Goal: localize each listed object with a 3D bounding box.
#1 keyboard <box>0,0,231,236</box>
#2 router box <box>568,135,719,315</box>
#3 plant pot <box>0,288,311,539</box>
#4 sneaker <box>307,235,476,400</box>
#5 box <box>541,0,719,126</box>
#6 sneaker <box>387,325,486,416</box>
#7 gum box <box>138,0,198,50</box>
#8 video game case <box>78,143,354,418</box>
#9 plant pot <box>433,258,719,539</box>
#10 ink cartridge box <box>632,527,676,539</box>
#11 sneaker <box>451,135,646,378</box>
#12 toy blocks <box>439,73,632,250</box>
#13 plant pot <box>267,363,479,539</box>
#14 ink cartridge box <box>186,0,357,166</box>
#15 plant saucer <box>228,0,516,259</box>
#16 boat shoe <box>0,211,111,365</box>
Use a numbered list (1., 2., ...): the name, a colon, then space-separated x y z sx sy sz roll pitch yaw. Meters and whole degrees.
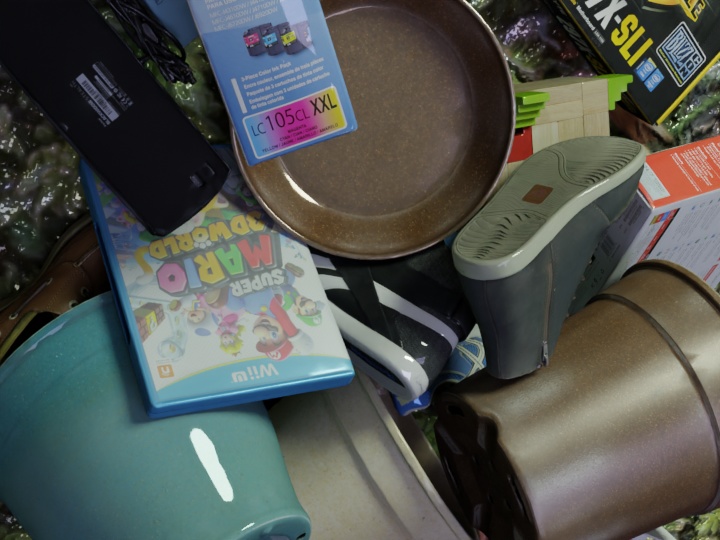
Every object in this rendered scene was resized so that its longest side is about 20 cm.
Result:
1. keyboard: -0.157 -0.125 0.834 0.104 0.040 0.200 -34 107 17
2. router box: 0.256 -0.025 1.078 0.178 0.049 0.201 -16 149 -29
3. plant pot: -0.137 0.143 0.878 0.199 0.188 0.201 -32 152 -20
4. sneaker: 0.000 0.000 0.945 0.112 0.200 0.073 -45 157 -19
5. box: 0.230 -0.238 1.019 0.160 0.049 0.200 -46 127 1
6. sneaker: 0.071 0.081 1.043 0.075 0.078 0.199 -24 162 33
7. gum box: -0.092 -0.272 0.822 0.200 0.045 0.170 -40 127 -6
8. video game case: -0.100 -0.001 0.872 0.142 0.201 0.018 -7 149 -26
9. plant pot: 0.174 0.121 0.953 0.197 0.200 0.202 -23 124 -18
10. ink cartridge box: 0.174 0.198 1.116 0.116 0.200 0.068 26 101 -36
11. sneaker: 0.138 -0.015 0.920 0.200 0.074 0.107 -37 130 -33
12. toy blocks: 0.120 -0.071 0.988 0.199 0.100 0.138 -13 106 -27
13. plant pot: -0.033 0.178 1.012 0.183 0.201 0.201 -33 127 3
14. ink cartridge box: -0.074 -0.183 0.758 0.076 0.137 0.201 -22 124 -3
15. plant saucer: 0.008 -0.110 0.896 0.199 0.037 0.202 -1 102 -2
16. boat shoe: -0.202 0.029 0.901 0.200 0.068 0.072 -43 127 -3
